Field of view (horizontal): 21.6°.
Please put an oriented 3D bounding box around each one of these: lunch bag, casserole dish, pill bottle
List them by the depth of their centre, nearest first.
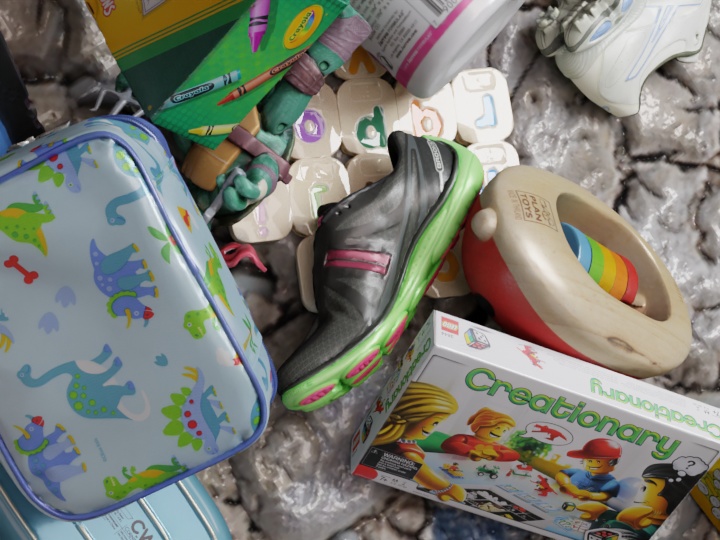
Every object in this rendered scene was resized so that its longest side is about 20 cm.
[{"bbox_3d":[-0.150,0.026,1.029,0.160,0.082,0.201,-26,103,8],"label":"lunch bag"},{"bbox_3d":[-0.155,0.139,1.115,0.121,0.039,0.200,-36,94,-19],"label":"casserole dish"},{"bbox_3d":[0.005,-0.213,1.172,0.200,0.113,0.113,45,71,5],"label":"pill bottle"}]

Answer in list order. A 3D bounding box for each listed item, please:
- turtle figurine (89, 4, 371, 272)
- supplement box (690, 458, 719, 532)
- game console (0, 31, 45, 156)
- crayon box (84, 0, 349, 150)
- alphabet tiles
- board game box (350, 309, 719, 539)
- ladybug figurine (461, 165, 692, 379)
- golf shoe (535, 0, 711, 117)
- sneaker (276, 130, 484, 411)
[{"bbox_3d":[-0.082,-0.084,1.131,0.149,0.101,0.201,30,83,34],"label":"turtle figurine"},{"bbox_3d":[0.308,0.132,1.176,0.109,0.200,0.109,-39,94,-19],"label":"supplement box"},{"bbox_3d":[-0.239,-0.008,1.063,0.200,0.119,0.173,-36,75,-18],"label":"game console"},{"bbox_3d":[-0.101,-0.181,1.084,0.058,0.119,0.200,23,28,-48],"label":"crayon box"},{"bbox_3d":[0.007,-0.075,1.211,0.199,0.015,0.197,-7,83,-18],"label":"alphabet tiles"},{"bbox_3d":[0.109,0.105,1.160,0.199,0.127,0.035,19,41,-14],"label":"board game box"},{"bbox_3d":[0.129,0.008,1.179,0.200,0.072,0.136,30,36,-39],"label":"ladybug figurine"},{"bbox_3d":[0.207,-0.190,1.273,0.200,0.078,0.097,-46,113,-13],"label":"golf shoe"},{"bbox_3d":[0.000,0.000,1.161,0.083,0.077,0.201,30,70,6],"label":"sneaker"}]
